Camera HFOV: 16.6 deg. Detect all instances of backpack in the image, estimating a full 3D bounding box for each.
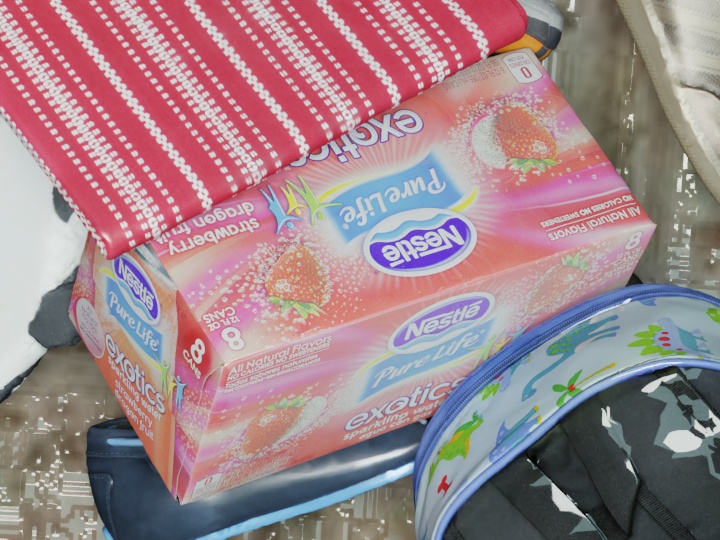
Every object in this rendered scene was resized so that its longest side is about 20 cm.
[{"bbox_3d":[0.120,0.107,0.970,0.183,0.147,0.200,-38,111,13],"label":"backpack"}]

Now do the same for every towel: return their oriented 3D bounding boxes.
[{"bbox_3d":[-0.051,-0.099,0.939,0.199,0.023,0.145,-30,67,-24],"label":"towel"}]

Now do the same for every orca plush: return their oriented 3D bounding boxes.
[{"bbox_3d":[-0.135,-0.036,1.020,0.105,0.071,0.201,11,104,21],"label":"orca plush"}]

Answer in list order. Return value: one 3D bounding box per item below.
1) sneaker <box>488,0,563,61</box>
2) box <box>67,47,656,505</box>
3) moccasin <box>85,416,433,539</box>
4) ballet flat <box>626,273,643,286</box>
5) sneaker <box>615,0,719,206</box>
[{"bbox_3d":[-0.022,-0.091,1.026,0.199,0.078,0.113,15,98,2],"label":"sneaker"},{"bbox_3d":[0.000,0.000,0.963,0.199,0.095,0.103,-17,59,-28],"label":"box"},{"bbox_3d":[-0.020,0.060,1.029,0.199,0.080,0.069,-21,97,-5],"label":"moccasin"},{"bbox_3d":[0.124,0.084,1.060,0.066,0.057,0.201,-27,98,-3],"label":"ballet flat"},{"bbox_3d":[0.158,-0.102,1.029,0.075,0.070,0.201,-26,97,25],"label":"sneaker"}]
